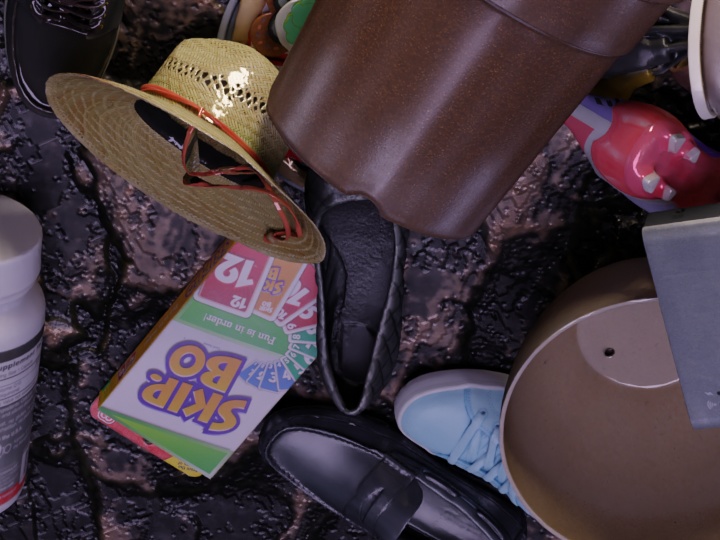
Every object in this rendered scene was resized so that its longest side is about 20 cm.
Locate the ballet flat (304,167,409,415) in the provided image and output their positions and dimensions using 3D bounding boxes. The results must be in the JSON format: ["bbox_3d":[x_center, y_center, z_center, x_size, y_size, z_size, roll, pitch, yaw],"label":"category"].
[{"bbox_3d":[0.000,0.000,1.750,0.066,0.057,0.201,-3,120,3],"label":"ballet flat"}]

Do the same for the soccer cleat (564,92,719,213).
[{"bbox_3d":[0.188,-0.061,1.700,0.067,0.076,0.200,-54,152,2],"label":"soccer cleat"}]

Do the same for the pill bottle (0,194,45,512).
[{"bbox_3d":[-0.266,0.056,1.787,0.113,0.114,0.201,9,120,-3],"label":"pill bottle"}]

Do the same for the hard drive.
[{"bbox_3d":[0.278,0.018,1.612,0.199,0.033,0.140,-8,115,21],"label":"hard drive"}]

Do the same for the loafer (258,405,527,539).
[{"bbox_3d":[0.024,0.152,1.856,0.200,0.070,0.068,25,118,-12],"label":"loafer"}]

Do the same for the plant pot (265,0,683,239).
[{"bbox_3d":[0.055,-0.140,1.598,0.200,0.200,0.199,29,112,-14],"label":"plant pot"}]

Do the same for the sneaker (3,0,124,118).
[{"bbox_3d":[-0.180,-0.166,1.658,0.075,0.106,0.201,12,120,-5],"label":"sneaker"}]

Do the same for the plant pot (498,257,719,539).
[{"bbox_3d":[0.189,0.069,1.765,0.199,0.135,0.201,1,121,2],"label":"plant pot"}]

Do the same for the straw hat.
[{"bbox_3d":[-0.087,-0.093,1.678,0.201,0.201,0.085,37,74,-18],"label":"straw hat"}]

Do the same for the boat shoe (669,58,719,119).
[{"bbox_3d":[0.266,-0.173,1.659,0.072,0.072,0.200,34,123,-16],"label":"boat shoe"}]

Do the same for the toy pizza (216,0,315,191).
[{"bbox_3d":[0.007,-0.124,1.718,0.199,0.032,0.201,1,120,2],"label":"toy pizza"}]

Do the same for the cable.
[{"bbox_3d":[0.192,-0.145,1.665,0.199,0.050,0.098,-5,97,22],"label":"cable"}]

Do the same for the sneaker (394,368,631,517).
[{"bbox_3d":[0.117,0.128,1.833,0.199,0.082,0.074,19,119,-8],"label":"sneaker"}]

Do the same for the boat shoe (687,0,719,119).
[{"bbox_3d":[0.235,-0.182,1.593,0.059,0.201,0.072,7,163,21],"label":"boat shoe"}]

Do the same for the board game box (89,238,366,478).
[{"bbox_3d":[-0.092,0.057,1.833,0.095,0.030,0.200,33,119,-16],"label":"board game box"}]
